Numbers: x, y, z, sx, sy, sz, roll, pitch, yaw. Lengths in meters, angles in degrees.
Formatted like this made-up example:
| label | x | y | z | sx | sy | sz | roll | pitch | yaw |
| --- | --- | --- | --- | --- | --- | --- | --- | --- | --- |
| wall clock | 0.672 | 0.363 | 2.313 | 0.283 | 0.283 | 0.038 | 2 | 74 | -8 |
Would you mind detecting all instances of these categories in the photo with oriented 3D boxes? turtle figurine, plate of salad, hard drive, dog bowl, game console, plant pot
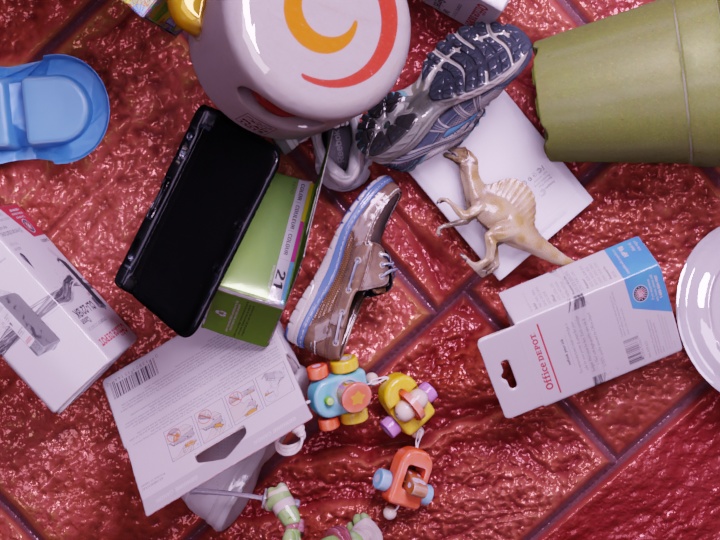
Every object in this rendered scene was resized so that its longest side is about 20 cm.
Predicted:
| label | x | y | z | sx | sy | sz | roll | pitch | yaw |
| --- | --- | --- | --- | --- | --- | --- | --- | --- | --- |
| turtle figurine | -0.083 | 0.297 | 1.275 | 0.199 | 0.193 | 0.145 | -15 | 73 | 36 |
| plate of salad | 0.421 | 0.045 | 1.286 | 0.198 | 0.048 | 0.202 | 2 | 80 | -12 |
| hard drive | 0.132 | -0.109 | 1.288 | 0.132 | 0.027 | 0.200 | -40 | 95 | 5 |
| dog bowl | -0.357 | -0.165 | 1.278 | 0.198 | 0.050 | 0.113 | -5 | 96 | 2 |
| game console | -0.148 | -0.049 | 1.216 | 0.116 | 0.176 | 0.201 | 29 | 96 | 8 |
| plant pot | 0.272 | -0.182 | 1.214 | 0.188 | 0.200 | 0.202 | -8 | 96 | 15 |

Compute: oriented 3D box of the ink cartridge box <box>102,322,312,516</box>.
| label | x | y | z | sx | sy | sz | roll | pitch | yaw |
| --- | --- | --- | --- | --- | --- | --- | --- | --- | --- |
| ink cartridge box | -0.154 | 0.139 | 1.260 | 0.199 | 0.045 | 0.177 | -30 | 55 | 5 |

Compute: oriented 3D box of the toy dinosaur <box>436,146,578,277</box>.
| label | x | y | z | sx | sy | sz | roll | pitch | yaw |
| --- | --- | --- | --- | --- | --- | --- | --- | --- | --- |
| toy dinosaur | 0.147 | -0.041 | 1.254 | 0.200 | 0.058 | 0.101 | 43 | 94 | -4 |

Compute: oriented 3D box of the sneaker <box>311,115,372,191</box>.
| label | x | y | z | sx | sy | sz | roll | pitch | yaw |
| --- | --- | --- | --- | --- | --- | --- | --- | --- | --- |
| sneaker | -0.032 | -0.181 | 1.257 | 0.074 | 0.081 | 0.202 | -15 | 94 | 4 |

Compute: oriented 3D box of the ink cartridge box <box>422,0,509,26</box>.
| label | x | y | z | sx | sy | sz | roll | pitch | yaw |
| --- | --- | --- | --- | --- | --- | --- | --- | --- | --- |
| ink cartridge box | 0.066 | -0.325 | 1.203 | 0.199 | 0.145 | 0.085 | 29 | 91 | -2 |

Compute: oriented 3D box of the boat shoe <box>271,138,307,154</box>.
| label | x | y | z | sx | sy | sz | roll | pitch | yaw |
| --- | --- | --- | --- | --- | --- | --- | --- | --- | --- |
| boat shoe | -0.097 | -0.211 | 1.232 | 0.064 | 0.075 | 0.203 | -28 | 64 | 2 |

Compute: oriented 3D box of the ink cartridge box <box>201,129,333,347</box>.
| label | x | y | z | sx | sy | sz | roll | pitch | yaw |
| --- | --- | --- | --- | --- | --- | --- | --- | --- | --- |
| ink cartridge box | -0.091 | -0.038 | 1.188 | 0.075 | 0.200 | 0.149 | 16 | 60 | -6 |

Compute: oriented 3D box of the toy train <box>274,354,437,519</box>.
| label | x | y | z | sx | sy | sz | roll | pitch | yaw |
| --- | --- | --- | --- | --- | --- | --- | --- | --- | --- |
| toy train | 0.016 | 0.175 | 1.277 | 0.199 | 0.056 | 0.151 | 27 | 84 | -25 |

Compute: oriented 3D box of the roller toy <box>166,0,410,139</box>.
| label | x | y | z | sx | sy | sz | roll | pitch | yaw |
| --- | --- | --- | --- | --- | --- | --- | --- | --- | --- |
| roller toy | -0.061 | -0.216 | 1.112 | 0.199 | 0.139 | 0.184 | -25 | 96 | -26 |

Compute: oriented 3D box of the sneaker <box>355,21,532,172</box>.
| label | x | y | z | sx | sy | sz | roll | pitch | yaw |
| --- | --- | --- | --- | --- | --- | --- | --- | --- | --- |
| sneaker | 0.091 | -0.171 | 1.223 | 0.199 | 0.086 | 0.078 | -33 | 56 | 19 |

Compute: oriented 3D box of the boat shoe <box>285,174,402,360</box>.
| label | x | y | z | sx | sy | sz | roll | pitch | yaw |
| --- | --- | --- | --- | --- | --- | --- | --- | --- | --- |
| boat shoe | 0.000 | 0.000 | 1.269 | 0.072 | 0.072 | 0.201 | 29 | 93 | 13 |

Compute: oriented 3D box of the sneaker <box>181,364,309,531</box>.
| label | x | y | z | sx | sy | sz | roll | pitch | yaw |
| --- | --- | --- | --- | --- | --- | --- | --- | --- | --- |
| sneaker | -0.132 | 0.175 | 1.306 | 0.088 | 0.075 | 0.201 | 33 | 95 | 14 |

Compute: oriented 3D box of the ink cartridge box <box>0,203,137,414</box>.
| label | x | y | z | sx | sy | sz | roll | pitch | yaw |
| --- | --- | --- | --- | --- | --- | --- | --- | --- | --- |
| ink cartridge box | -0.334 | 0.036 | 1.251 | 0.084 | 0.144 | 0.200 | -40 | 94 | 4 |

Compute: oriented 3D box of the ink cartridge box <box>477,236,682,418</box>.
| label | x | y | z | sx | sy | sz | roll | pitch | yaw |
| --- | --- | --- | --- | --- | --- | --- | --- | --- | --- |
| ink cartridge box | 0.220 | 0.060 | 1.265 | 0.198 | 0.067 | 0.117 | -22 | 121 | 3 |

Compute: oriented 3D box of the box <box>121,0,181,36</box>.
| label | x | y | z | sx | sy | sz | roll | pitch | yaw |
| --- | --- | --- | --- | --- | --- | --- | --- | --- | --- |
| box | -0.232 | -0.342 | 1.181 | 0.192 | 0.200 | 0.122 | 39 | 95 | -4 |
